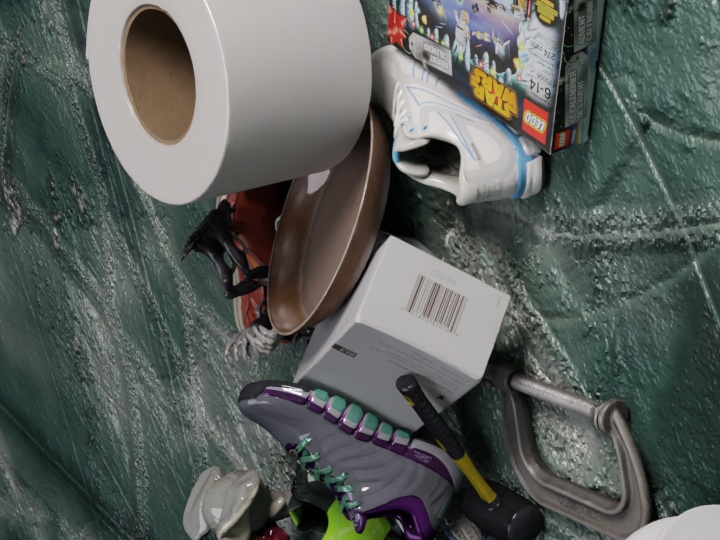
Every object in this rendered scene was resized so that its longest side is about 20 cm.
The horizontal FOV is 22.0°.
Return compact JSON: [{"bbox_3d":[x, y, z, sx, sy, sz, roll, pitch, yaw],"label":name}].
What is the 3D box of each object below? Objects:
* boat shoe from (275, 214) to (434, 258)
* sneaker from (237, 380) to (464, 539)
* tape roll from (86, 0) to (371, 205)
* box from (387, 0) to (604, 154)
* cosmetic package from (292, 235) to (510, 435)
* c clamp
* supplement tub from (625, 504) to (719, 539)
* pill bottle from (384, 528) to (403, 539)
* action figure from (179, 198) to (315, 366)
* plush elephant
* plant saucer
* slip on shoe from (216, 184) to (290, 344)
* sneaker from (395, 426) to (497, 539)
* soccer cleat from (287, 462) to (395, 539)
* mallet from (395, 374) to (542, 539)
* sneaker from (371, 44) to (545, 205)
[{"bbox_3d":[0.000,0.000,1.571,0.200,0.066,0.074,33,134,47],"label":"boat shoe"},{"bbox_3d":[-0.015,0.159,1.511,0.198,0.088,0.074,23,156,-5],"label":"sneaker"},{"bbox_3d":[-0.103,-0.163,1.442,0.202,0.138,0.205,24,121,48],"label":"tape roll"},{"bbox_3d":[0.093,-0.190,1.335,0.200,0.040,0.138,40,139,42],"label":"box"},{"bbox_3d":[0.028,0.060,1.477,0.112,0.082,0.200,26,154,-6],"label":"cosmetic package"},{"bbox_3d":[0.152,0.119,1.428,0.199,0.027,0.173,26,128,52],"label":"c clamp"},{"bbox_3d":[0.214,0.259,1.288,0.145,0.143,0.200,59,148,19],"label":"supplement tub"},{"bbox_3d":[0.042,0.334,1.647,0.200,0.113,0.114,48,143,34],"label":"pill bottle"},{"bbox_3d":[-0.075,0.037,1.632,0.200,0.102,0.119,42,155,-2],"label":"action figure"},{"bbox_3d":[-0.101,0.262,1.811,0.164,0.198,0.157,13,100,64],"label":"plush elephant"},{"bbox_3d":[-0.022,-0.041,1.491,0.200,0.032,0.202,-162,90,-72],"label":"plant saucer"},{"bbox_3d":[-0.087,-0.020,1.708,0.061,0.074,0.202,17,124,37],"label":"slip on shoe"},{"bbox_3d":[0.041,0.184,1.608,0.201,0.074,0.087,60,154,20],"label":"sneaker"},{"bbox_3d":[-0.036,0.189,1.685,0.068,0.081,0.200,64,176,-34],"label":"soccer cleat"},{"bbox_3d":[0.086,0.152,1.463,0.066,0.041,0.200,29,160,42],"label":"mallet"},{"bbox_3d":[0.049,-0.112,1.408,0.200,0.086,0.076,41,141,43],"label":"sneaker"}]
